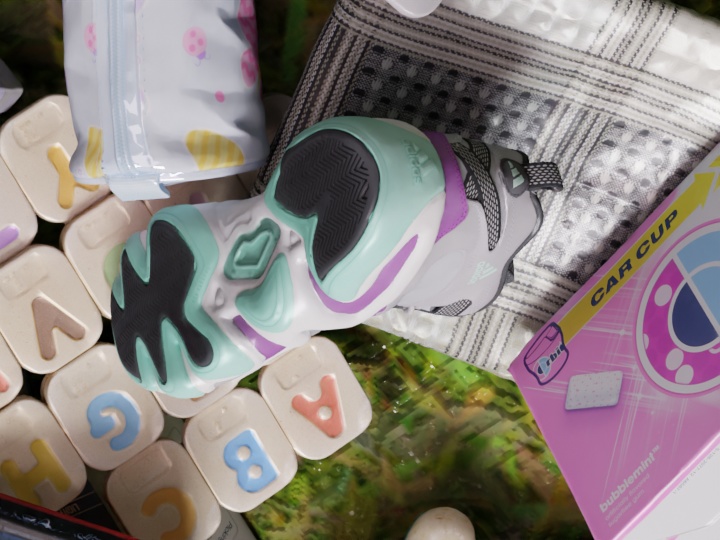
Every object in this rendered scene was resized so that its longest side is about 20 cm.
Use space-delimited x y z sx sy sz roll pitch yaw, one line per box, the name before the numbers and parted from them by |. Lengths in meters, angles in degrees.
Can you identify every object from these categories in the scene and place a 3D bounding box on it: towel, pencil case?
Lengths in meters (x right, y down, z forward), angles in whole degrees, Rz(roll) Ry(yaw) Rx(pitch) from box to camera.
towel | 0.065 -0.038 1.090 0.199 0.035 0.193 19 118 -14
pencil case | -0.082 -0.132 1.053 0.083 0.091 0.201 -3 102 3

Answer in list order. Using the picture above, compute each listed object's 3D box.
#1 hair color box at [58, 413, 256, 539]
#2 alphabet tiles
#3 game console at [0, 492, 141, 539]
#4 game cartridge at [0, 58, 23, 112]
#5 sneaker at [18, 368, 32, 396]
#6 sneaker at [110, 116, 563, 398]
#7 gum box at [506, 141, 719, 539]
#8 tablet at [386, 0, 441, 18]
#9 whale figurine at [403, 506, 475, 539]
hair color box | -0.084 0.152 1.202 0.060 0.100 0.201 -23 107 24
alphabet tiles | -0.088 0.015 1.119 0.200 0.015 0.196 -34 103 -14
game console | -0.174 0.179 1.111 0.199 0.119 0.173 17 143 9
game cartridge | -0.242 -0.054 1.151 0.130 0.038 0.200 48 117 13
sneaker | -0.192 0.063 1.195 0.076 0.081 0.201 -17 106 21
sneaker | 0.000 0.000 1.061 0.200 0.139 0.078 -24 71 48
gum box | 0.160 0.017 1.052 0.066 0.114 0.200 27 115 -36
tablet | -0.021 -0.199 1.012 0.200 0.130 0.014 40 147 -8
whale figurine | 0.063 0.167 1.193 0.199 0.104 0.160 -30 106 -2
